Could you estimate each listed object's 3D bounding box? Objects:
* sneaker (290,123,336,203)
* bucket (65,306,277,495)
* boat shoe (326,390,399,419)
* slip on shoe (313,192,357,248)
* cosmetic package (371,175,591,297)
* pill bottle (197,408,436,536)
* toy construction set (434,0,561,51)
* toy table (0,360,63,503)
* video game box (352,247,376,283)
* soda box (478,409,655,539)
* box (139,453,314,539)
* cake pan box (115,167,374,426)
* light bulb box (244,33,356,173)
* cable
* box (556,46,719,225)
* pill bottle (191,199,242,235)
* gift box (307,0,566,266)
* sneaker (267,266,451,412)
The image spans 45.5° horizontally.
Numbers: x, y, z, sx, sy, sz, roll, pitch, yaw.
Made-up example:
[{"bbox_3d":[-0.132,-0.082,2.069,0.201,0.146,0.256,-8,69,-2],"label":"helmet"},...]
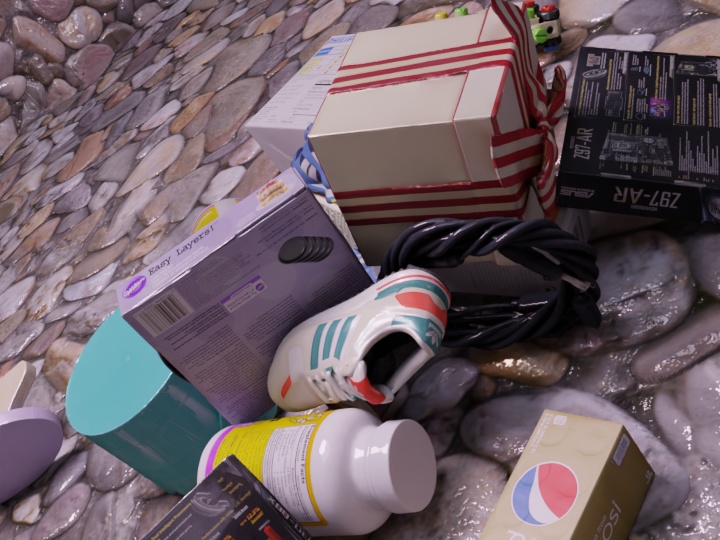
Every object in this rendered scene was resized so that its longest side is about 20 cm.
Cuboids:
[{"bbox_3d":[-0.028,-0.126,0.926,0.074,0.082,0.200,-14,17,-17],"label":"sneaker"},{"bbox_3d":[-0.201,0.124,0.916,0.207,0.135,0.207,-23,43,24],"label":"bucket"},{"bbox_3d":[-0.029,0.094,0.868,0.065,0.072,0.200,-40,35,-12],"label":"boat shoe"},{"bbox_3d":[-0.022,-0.080,0.998,0.061,0.074,0.200,-37,26,-5],"label":"slip on shoe"},{"bbox_3d":[0.112,-0.037,0.840,0.200,0.071,0.101,3,48,30],"label":"cosmetic package"},{"bbox_3d":[-0.038,0.175,0.738,0.200,0.104,0.104,-14,40,34],"label":"pill bottle"},{"bbox_3d":[0.186,-0.305,1.127,0.131,0.092,0.200,-15,40,-8],"label":"toy construction set"},{"bbox_3d":[-0.477,0.211,1.095,0.200,0.184,0.117,-31,48,-3],"label":"toy table"},{"bbox_3d":[0.000,0.000,0.977,0.200,0.047,0.182,-12,38,36],"label":"video game box"},{"bbox_3d":[0.124,0.197,0.584,0.068,0.064,0.200,4,51,47],"label":"soda box"},{"bbox_3d":[-0.120,0.268,0.657,0.200,0.158,0.050,-44,-5,-7],"label":"box"},{"bbox_3d":[-0.090,0.034,0.775,0.200,0.184,0.052,-36,37,1],"label":"cake pan box"},{"bbox_3d":[-0.019,-0.222,1.199,0.200,0.125,0.198,-49,32,-17],"label":"light bulb box"},{"bbox_3d":[0.100,0.013,0.729,0.200,0.163,0.051,0,58,25],"label":"cable"},{"bbox_3d":[0.273,-0.132,0.799,0.160,0.044,0.200,7,48,13],"label":"box"},{"bbox_3d":[-0.139,-0.017,0.994,0.104,0.104,0.200,-40,19,-1],"label":"pill bottle"},{"bbox_3d":[0.077,-0.118,0.743,0.187,0.200,0.185,-1,51,23],"label":"gift box"},{"bbox_3d":[-0.010,0.078,0.718,0.200,0.070,0.093,-33,25,26],"label":"sneaker"}]
